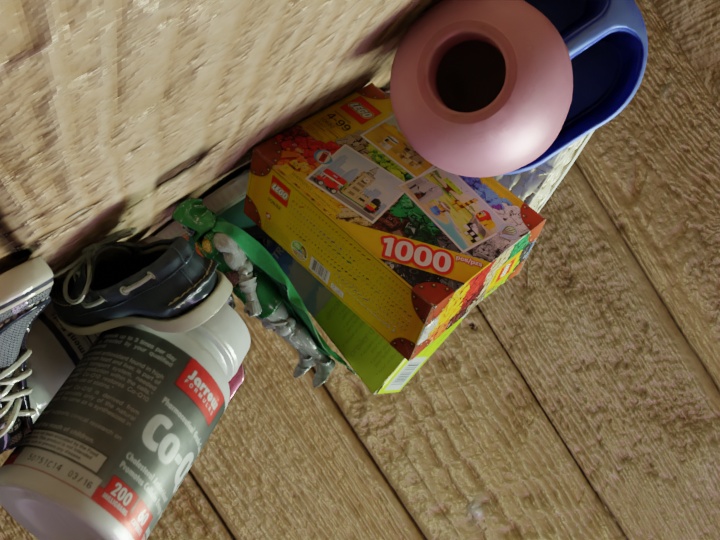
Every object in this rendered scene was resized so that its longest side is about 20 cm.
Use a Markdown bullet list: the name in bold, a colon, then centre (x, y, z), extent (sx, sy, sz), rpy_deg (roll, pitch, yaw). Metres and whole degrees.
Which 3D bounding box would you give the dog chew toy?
- **dog chew toy**: centre (0.096, -0.127, 0.709), extent (0.124, 0.125, 0.200), rpy_deg (-32, 172, 14)

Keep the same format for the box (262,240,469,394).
- **box**: centre (0.000, 0.000, 0.894), extent (0.122, 0.200, 0.048), rpy_deg (-50, 153, 21)

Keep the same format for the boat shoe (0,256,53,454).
- **boat shoe**: centre (-0.233, 0.066, 0.627), extent (0.200, 0.093, 0.075), rpy_deg (-30, -176, 46)

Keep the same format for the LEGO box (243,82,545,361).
- **LEGO box**: centre (0.025, -0.046, 0.807), extent (0.149, 0.200, 0.077), rpy_deg (-36, 157, -35)

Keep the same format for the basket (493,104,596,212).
- **basket**: centre (0.168, -0.167, 0.974), extent (0.200, 0.135, 0.123), rpy_deg (-58, 171, 10)

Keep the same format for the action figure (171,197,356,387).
- **action figure**: centre (-0.093, 0.016, 0.844), extent (0.055, 0.200, 0.118), rpy_deg (-45, -157, -18)

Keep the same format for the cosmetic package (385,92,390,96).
- **cosmetic package**: centre (-0.035, -0.096, 0.993), extent (0.200, 0.081, 0.113), rpy_deg (-34, -175, 12)

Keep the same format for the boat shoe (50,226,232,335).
- **boat shoe**: centre (-0.174, 0.007, 0.704), extent (0.200, 0.062, 0.075), rpy_deg (2, -138, 49)

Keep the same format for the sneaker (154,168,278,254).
- **sneaker**: centre (-0.141, -0.020, 0.920), extent (0.200, 0.080, 0.071), rpy_deg (-30, -176, 43)

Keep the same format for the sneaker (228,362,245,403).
- **sneaker**: centre (-0.167, 0.133, 0.821), extent (0.095, 0.079, 0.200), rpy_deg (-26, -162, 44)

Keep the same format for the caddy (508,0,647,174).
- **caddy**: centre (0.147, -0.173, 0.842), extent (0.200, 0.142, 0.105), rpy_deg (-33, -172, 13)

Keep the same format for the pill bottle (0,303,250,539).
- **pill bottle**: centre (-0.169, 0.108, 0.729), extent (0.114, 0.114, 0.200), rpy_deg (-30, -156, 50)

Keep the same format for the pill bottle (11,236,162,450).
- **pill bottle**: centre (-0.234, 0.064, 0.840), extent (0.200, 0.111, 0.111), rpy_deg (-35, -176, -29)
